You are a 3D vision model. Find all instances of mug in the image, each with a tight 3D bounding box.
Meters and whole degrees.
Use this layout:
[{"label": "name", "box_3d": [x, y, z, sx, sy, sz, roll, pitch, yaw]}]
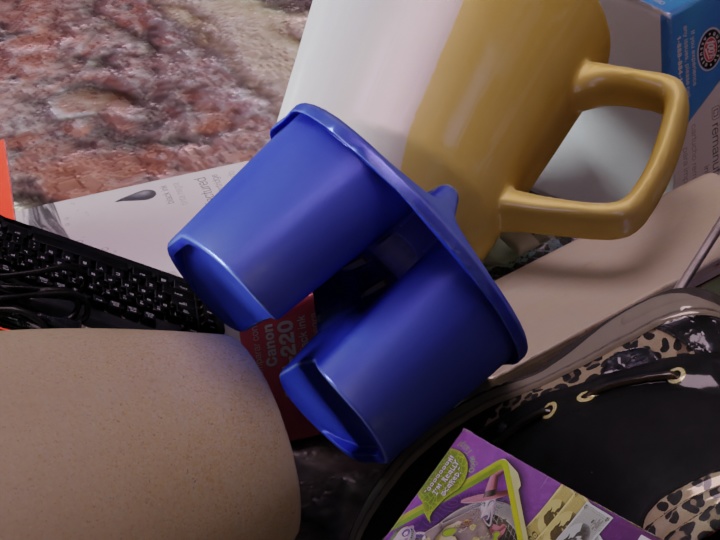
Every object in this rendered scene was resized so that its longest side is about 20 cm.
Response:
[{"label": "mug", "box_3d": [0.040, -0.075, 1.362, 0.186, 0.149, 0.153, -12, 40, 41]}]

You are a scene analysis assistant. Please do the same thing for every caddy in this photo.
[{"label": "caddy", "box_3d": [0.000, 0.000, 1.217, 0.105, 0.141, 0.200, -42, 4, -9]}]

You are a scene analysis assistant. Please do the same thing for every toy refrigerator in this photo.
[{"label": "toy refrigerator", "box_3d": [0.120, 0.032, 1.360, 0.200, 0.076, 0.070, -26, 37, -31]}]

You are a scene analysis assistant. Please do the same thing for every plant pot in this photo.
[{"label": "plant pot", "box_3d": [-0.133, 0.098, 1.177, 0.199, 0.188, 0.187, -17, 33, -19]}]

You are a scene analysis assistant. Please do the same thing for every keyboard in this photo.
[{"label": "keyboard", "box_3d": [-0.148, -0.005, 1.258, 0.199, 0.040, 0.104, 18, 30, -16]}]

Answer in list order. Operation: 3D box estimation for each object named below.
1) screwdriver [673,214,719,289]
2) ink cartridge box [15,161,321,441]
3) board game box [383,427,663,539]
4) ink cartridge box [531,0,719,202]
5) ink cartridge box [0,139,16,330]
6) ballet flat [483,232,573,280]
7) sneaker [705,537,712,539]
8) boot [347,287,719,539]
[{"label": "screwdriver", "box_3d": [0.123, 0.039, 1.313, 0.029, 0.028, 0.200, 7, 59, 46]}, {"label": "ink cartridge box", "box_3d": [-0.127, 0.031, 1.391, 0.199, 0.085, 0.146, -14, 32, -10]}, {"label": "board game box", "box_3d": [0.027, 0.167, 1.099, 0.120, 0.032, 0.200, 29, 78, 37]}, {"label": "ink cartridge box", "box_3d": [0.183, -0.131, 1.547, 0.200, 0.148, 0.144, -29, 39, -33]}, {"label": "ink cartridge box", "box_3d": [-0.248, 0.025, 1.328, 0.200, 0.047, 0.160, -35, 34, 14]}, {"label": "ballet flat", "box_3d": [0.049, -0.028, 1.476, 0.074, 0.074, 0.200, -24, 36, -28]}, {"label": "sneaker", "box_3d": [0.139, 0.110, 1.244, 0.095, 0.079, 0.200, -17, 30, 2]}, {"label": "boot", "box_3d": [0.089, 0.108, 1.178, 0.203, 0.074, 0.154, -36, 31, 10]}]
